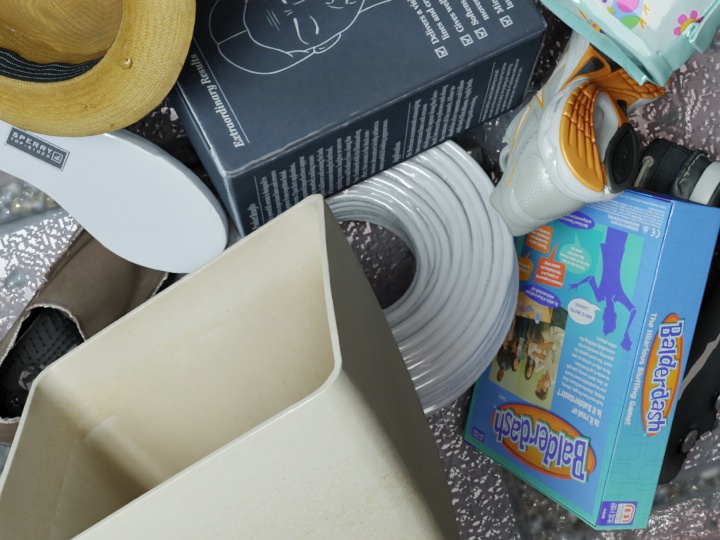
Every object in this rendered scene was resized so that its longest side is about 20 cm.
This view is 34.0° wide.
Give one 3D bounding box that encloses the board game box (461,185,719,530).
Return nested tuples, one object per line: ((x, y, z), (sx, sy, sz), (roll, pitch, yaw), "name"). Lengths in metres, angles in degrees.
((0.140, 0.042, 0.751), (0.045, 0.152, 0.200), (6, 101, -30), "board game box")

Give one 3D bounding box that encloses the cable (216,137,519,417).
((0.000, 0.000, 0.737), (0.199, 0.069, 0.200), (-1, 69, 0), "cable")

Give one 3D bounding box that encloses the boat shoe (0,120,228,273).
((-0.163, -0.071, 0.689), (0.200, 0.057, 0.069), (31, 115, -13), "boat shoe")

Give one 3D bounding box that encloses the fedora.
((-0.157, -0.164, 0.596), (0.200, 0.082, 0.201), (14, 125, 20), "fedora")

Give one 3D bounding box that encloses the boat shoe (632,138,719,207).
((0.186, 0.009, 0.798), (0.060, 0.076, 0.200), (32, 109, 28), "boat shoe")

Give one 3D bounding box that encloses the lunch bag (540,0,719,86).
((0.131, -0.211, 0.578), (0.200, 0.122, 0.170), (44, 99, 15), "lunch bag")

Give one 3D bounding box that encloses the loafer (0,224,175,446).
((-0.173, 0.027, 0.750), (0.073, 0.071, 0.200), (32, 80, -10), "loafer")

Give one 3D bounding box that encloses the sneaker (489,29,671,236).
((0.128, -0.098, 0.732), (0.076, 0.200, 0.092), (45, 133, -12), "sneaker")

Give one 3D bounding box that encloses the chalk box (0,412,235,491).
((-0.115, 0.145, 0.764), (0.200, 0.124, 0.124), (-19, 101, 0), "chalk box")

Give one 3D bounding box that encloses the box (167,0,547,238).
((-0.018, -0.137, 0.692), (0.200, 0.107, 0.149), (-26, 75, -8), "box")

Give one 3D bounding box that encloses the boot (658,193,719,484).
((0.222, 0.044, 0.769), (0.200, 0.066, 0.165), (-51, 141, 6), "boot")

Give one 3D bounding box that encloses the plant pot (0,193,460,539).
((-0.049, 0.115, 0.602), (0.200, 0.200, 0.177), (-32, 113, 11), "plant pot")
